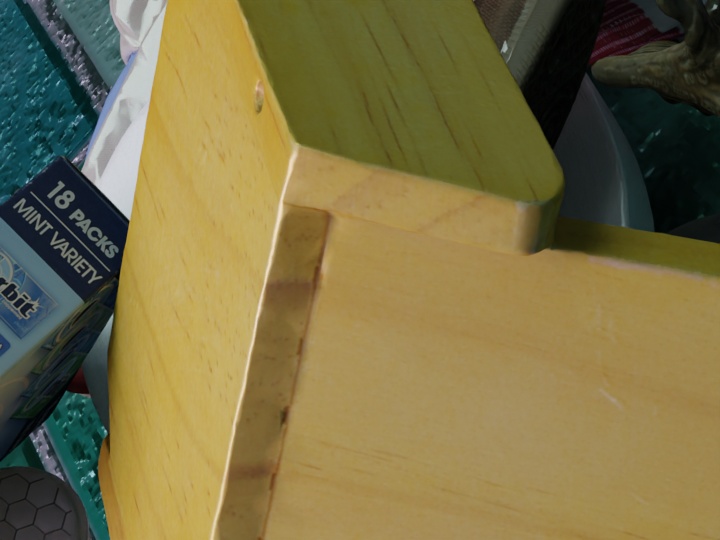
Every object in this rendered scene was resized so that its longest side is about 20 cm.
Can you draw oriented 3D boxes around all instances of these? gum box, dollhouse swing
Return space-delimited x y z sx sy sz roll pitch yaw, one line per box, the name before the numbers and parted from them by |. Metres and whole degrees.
gum box | -0.164 0.069 0.821 0.200 0.045 0.170 -44 -3 -28
dollhouse swing | 0.037 0.028 0.718 0.182 0.175 0.200 -111 28 -53

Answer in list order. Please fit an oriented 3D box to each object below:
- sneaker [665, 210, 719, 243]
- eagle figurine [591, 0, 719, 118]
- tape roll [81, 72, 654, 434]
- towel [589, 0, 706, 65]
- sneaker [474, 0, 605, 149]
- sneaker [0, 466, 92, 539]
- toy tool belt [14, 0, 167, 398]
sneaker | 0.105 0.018 0.759 0.200 0.076 0.091 -3 48 40
eagle figurine | 0.159 -0.099 0.714 0.200 0.152 0.151 -40 7 -22
tape roll | 0.000 0.000 0.883 0.202 0.037 0.203 -7 69 20
towel | 0.085 -0.110 0.863 0.200 0.144 0.023 -12 67 44
sneaker | 0.005 -0.026 0.824 0.075 0.070 0.200 27 86 16
sneaker | -0.152 0.176 0.872 0.077 0.146 0.202 36 68 25
toy tool belt | -0.050 -0.034 1.003 0.125 0.123 0.200 21 82 21
